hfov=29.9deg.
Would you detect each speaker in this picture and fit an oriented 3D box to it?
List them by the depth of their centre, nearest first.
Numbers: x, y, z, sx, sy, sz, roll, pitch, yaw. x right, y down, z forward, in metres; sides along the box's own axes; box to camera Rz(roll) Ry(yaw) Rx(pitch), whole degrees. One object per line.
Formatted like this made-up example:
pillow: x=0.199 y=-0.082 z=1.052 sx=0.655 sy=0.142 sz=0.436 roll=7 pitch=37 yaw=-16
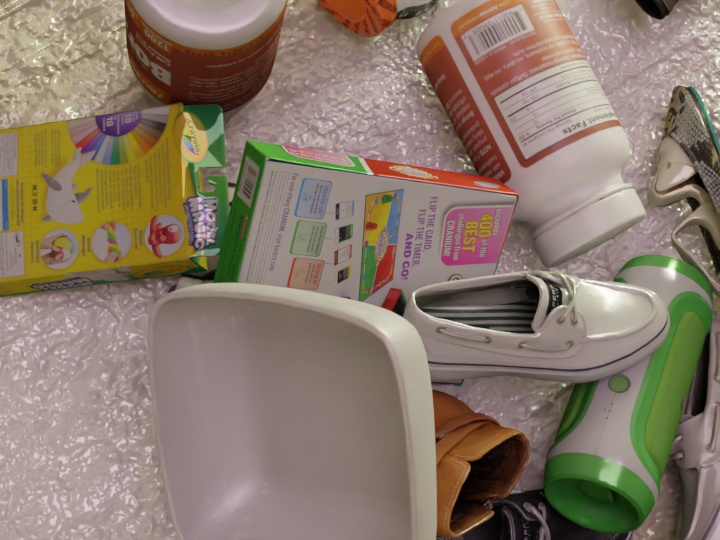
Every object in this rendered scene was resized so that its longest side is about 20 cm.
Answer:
speaker: x=0.198 y=0.087 z=0.985 sx=0.088 sy=0.089 sz=0.201 roll=28 pitch=58 yaw=-2

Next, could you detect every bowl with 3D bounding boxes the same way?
bowl: x=-0.034 y=0.100 z=0.846 sx=0.075 sy=0.198 sz=0.202 roll=-30 pitch=121 yaw=-52

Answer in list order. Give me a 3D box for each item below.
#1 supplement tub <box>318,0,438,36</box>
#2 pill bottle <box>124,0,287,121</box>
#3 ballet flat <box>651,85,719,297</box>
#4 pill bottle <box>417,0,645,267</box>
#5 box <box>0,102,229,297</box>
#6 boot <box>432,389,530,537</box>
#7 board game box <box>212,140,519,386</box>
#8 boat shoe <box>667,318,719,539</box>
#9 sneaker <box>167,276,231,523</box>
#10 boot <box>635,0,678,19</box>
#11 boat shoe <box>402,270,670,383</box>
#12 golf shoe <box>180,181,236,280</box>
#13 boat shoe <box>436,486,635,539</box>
supplement tub: x=0.049 y=-0.282 z=1.051 sx=0.122 sy=0.123 sz=0.200 roll=44 pitch=74 yaw=3
pill bottle: x=-0.112 y=-0.175 z=0.960 sx=0.111 sy=0.200 sz=0.113 roll=2 pitch=76 yaw=-8
ballet flat: x=0.267 y=-0.053 z=1.052 sx=0.071 sy=0.072 sz=0.202 roll=-15 pitch=69 yaw=-12
pill bottle: x=0.132 y=-0.110 z=1.022 sx=0.111 sy=0.112 sz=0.201 roll=-24 pitch=82 yaw=-14
box: x=-0.187 y=-0.051 z=0.967 sx=0.198 sy=0.048 sz=0.118 roll=-7 pitch=77 yaw=12
boot: x=0.014 y=0.165 z=0.920 sx=0.200 sy=0.155 sz=0.077 roll=-44 pitch=123 yaw=-25
board game box: x=0.000 y=0.000 z=0.941 sx=0.198 sy=0.040 sz=0.154 roll=7 pitch=109 yaw=-28
boat shoe: x=0.259 y=0.129 z=1.015 sx=0.065 sy=0.072 sz=0.201 roll=20 pitch=74 yaw=1
sneaker: x=-0.089 y=0.100 z=0.963 sx=0.099 sy=0.075 sz=0.202 roll=-2 pitch=77 yaw=-9
boot: x=0.281 y=-0.239 z=1.084 sx=0.130 sy=0.068 sz=0.200 roll=-38 pitch=77 yaw=-12
boat shoe: x=0.123 y=0.035 z=0.924 sx=0.198 sy=0.067 sz=0.074 roll=-9 pitch=54 yaw=-12
golf shoe: x=-0.062 y=-0.038 z=0.991 sx=0.198 sy=0.095 sz=0.078 roll=-3 pitch=78 yaw=-8
boat shoe: x=0.110 y=0.191 z=0.976 sx=0.198 sy=0.068 sz=0.072 roll=-1 pitch=77 yaw=-9
